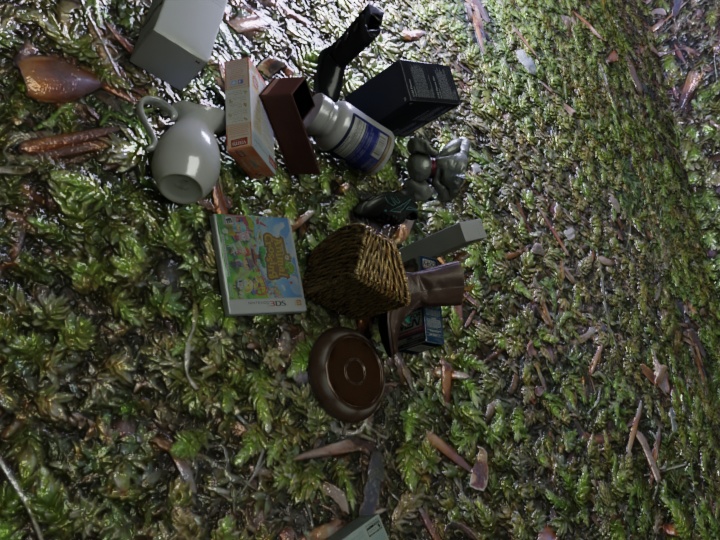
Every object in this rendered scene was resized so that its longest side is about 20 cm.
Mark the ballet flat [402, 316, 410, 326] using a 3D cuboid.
[{"bbox_3d":[0.036,0.043,1.555,0.074,0.074,0.200,-25,87,-44],"label":"ballet flat"}]

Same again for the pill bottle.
[{"bbox_3d":[-0.033,-0.309,1.599,0.200,0.120,0.120,27,56,-31],"label":"pill bottle"}]

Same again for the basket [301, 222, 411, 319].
[{"bbox_3d":[0.000,0.000,1.443,0.149,0.200,0.143,27,61,-29],"label":"basket"}]

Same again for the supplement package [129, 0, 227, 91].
[{"bbox_3d":[-0.350,-0.478,1.388,0.117,0.117,0.201,28,56,-31],"label":"supplement package"}]

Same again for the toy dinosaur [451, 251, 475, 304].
[{"bbox_3d":[0.188,0.030,1.575,0.106,0.061,0.200,38,48,18],"label":"toy dinosaur"}]

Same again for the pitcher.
[{"bbox_3d":[-0.338,-0.230,1.308,0.171,0.121,0.201,16,51,-20],"label":"pitcher"}]

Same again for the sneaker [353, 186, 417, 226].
[{"bbox_3d":[0.068,-0.143,1.652,0.200,0.075,0.080,-18,87,-44],"label":"sneaker"}]

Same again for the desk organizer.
[{"bbox_3d":[-0.130,-0.297,1.473,0.072,0.077,0.200,-61,145,-38],"label":"desk organizer"}]

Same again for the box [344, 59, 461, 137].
[{"bbox_3d":[0.100,-0.407,1.701,0.182,0.200,0.104,-10,81,-44],"label":"box"}]

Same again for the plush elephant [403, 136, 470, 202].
[{"bbox_3d":[0.180,-0.254,1.762,0.154,0.165,0.200,15,19,2],"label":"plush elephant"}]

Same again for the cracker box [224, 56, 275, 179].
[{"bbox_3d":[-0.221,-0.302,1.426,0.134,0.057,0.201,54,28,-69],"label":"cracker box"}]

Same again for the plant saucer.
[{"bbox_3d":[-0.018,0.210,1.462,0.200,0.032,0.201,17,62,-37],"label":"plant saucer"}]

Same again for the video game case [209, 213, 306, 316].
[{"bbox_3d":[-0.199,-0.011,1.396,0.182,0.022,0.201,0,73,-42],"label":"video game case"}]

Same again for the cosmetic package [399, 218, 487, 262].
[{"bbox_3d":[0.185,-0.062,1.635,0.082,0.200,0.051,-15,84,-44],"label":"cosmetic package"}]

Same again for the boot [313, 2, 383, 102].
[{"bbox_3d":[-0.024,-0.487,1.622,0.065,0.200,0.165,13,64,-37],"label":"boot"}]

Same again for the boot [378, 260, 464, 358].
[{"bbox_3d":[0.138,0.081,1.503,0.199,0.064,0.187,-8,104,-18],"label":"boot"}]

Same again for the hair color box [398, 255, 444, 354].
[{"bbox_3d":[0.127,0.077,1.596,0.060,0.100,0.201,14,63,-36],"label":"hair color box"}]

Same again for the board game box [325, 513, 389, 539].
[{"bbox_3d":[0.007,0.577,1.310,0.147,0.064,0.201,-18,84,-43],"label":"board game box"}]
